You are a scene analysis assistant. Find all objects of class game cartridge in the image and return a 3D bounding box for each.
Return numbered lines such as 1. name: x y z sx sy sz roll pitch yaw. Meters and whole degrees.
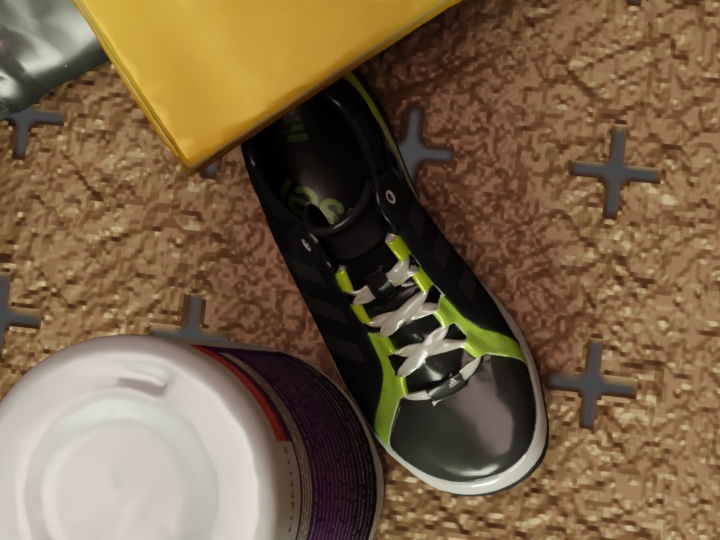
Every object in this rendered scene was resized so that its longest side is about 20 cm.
1. game cartridge: -0.029 -0.162 1.075 0.200 0.032 0.177 -33 88 -6

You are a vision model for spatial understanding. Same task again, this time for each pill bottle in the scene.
1. pill bottle: -0.056 0.081 1.052 0.111 0.200 0.112 -1 87 15

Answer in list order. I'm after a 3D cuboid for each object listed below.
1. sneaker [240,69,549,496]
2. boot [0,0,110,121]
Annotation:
1. sneaker: 0.000 0.000 1.103 0.072 0.083 0.200 -33 79 11
2. boot: -0.143 -0.161 1.156 0.150 0.073 0.201 -16 86 15
